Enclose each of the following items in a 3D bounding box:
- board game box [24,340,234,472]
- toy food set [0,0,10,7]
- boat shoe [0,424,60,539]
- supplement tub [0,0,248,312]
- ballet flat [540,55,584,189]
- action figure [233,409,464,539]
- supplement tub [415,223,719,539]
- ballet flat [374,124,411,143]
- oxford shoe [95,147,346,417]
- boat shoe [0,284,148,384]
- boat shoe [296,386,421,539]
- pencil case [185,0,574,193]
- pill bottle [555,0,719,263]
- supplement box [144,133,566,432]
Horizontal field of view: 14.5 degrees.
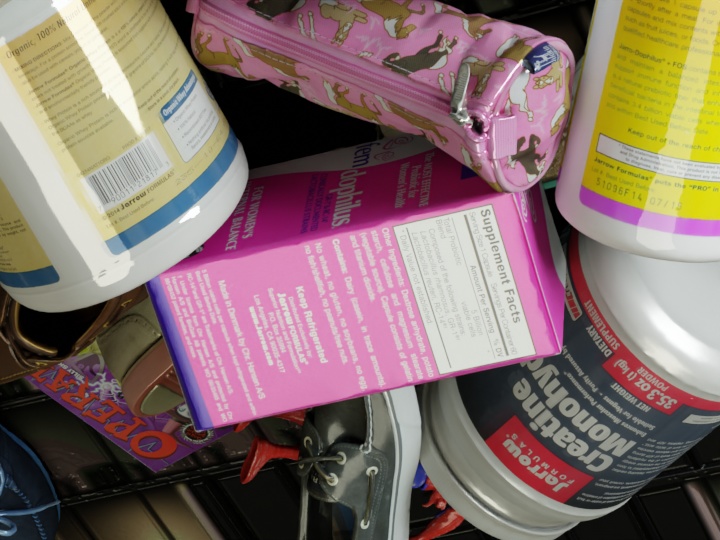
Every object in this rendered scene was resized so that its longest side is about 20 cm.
[{"bbox_3d":[-0.148,0.040,1.684,0.120,0.032,0.200,-27,129,35],"label":"board game box"},{"bbox_3d":[-0.158,-0.229,1.283,0.143,0.201,0.060,-31,157,32],"label":"toy food set"},{"bbox_3d":[-0.256,0.125,1.753,0.084,0.069,0.200,-18,133,23],"label":"boat shoe"},{"bbox_3d":[-0.160,-0.096,1.424,0.144,0.145,0.200,-19,114,23],"label":"supplement tub"},{"bbox_3d":[0.152,-0.093,1.498,0.199,0.071,0.065,-16,108,17],"label":"ballet flat"},{"bbox_3d":[0.014,0.133,1.729,0.199,0.065,0.099,9,134,-19],"label":"action figure"},{"bbox_3d":[0.133,0.054,1.590,0.140,0.141,0.200,26,133,-22],"label":"supplement tub"},{"bbox_3d":[0.020,-0.019,1.569,0.069,0.070,0.200,7,134,-2],"label":"ballet flat"},{"bbox_3d":[-0.076,-0.008,1.586,0.200,0.074,0.071,-43,157,12],"label":"oxford shoe"},{"bbox_3d":[-0.180,0.019,1.576,0.072,0.068,0.200,49,133,-11],"label":"boat shoe"},{"bbox_3d":[-0.007,0.115,1.619,0.069,0.057,0.201,30,136,37],"label":"boat shoe"},{"bbox_3d":[0.009,-0.107,1.411,0.200,0.083,0.087,24,159,26],"label":"pencil case"},{"bbox_3d":[0.164,-0.112,1.396,0.104,0.104,0.201,9,111,-5],"label":"pill bottle"},{"bbox_3d":[0.000,0.000,1.473,0.199,0.101,0.104,-12,116,11],"label":"supplement box"}]
